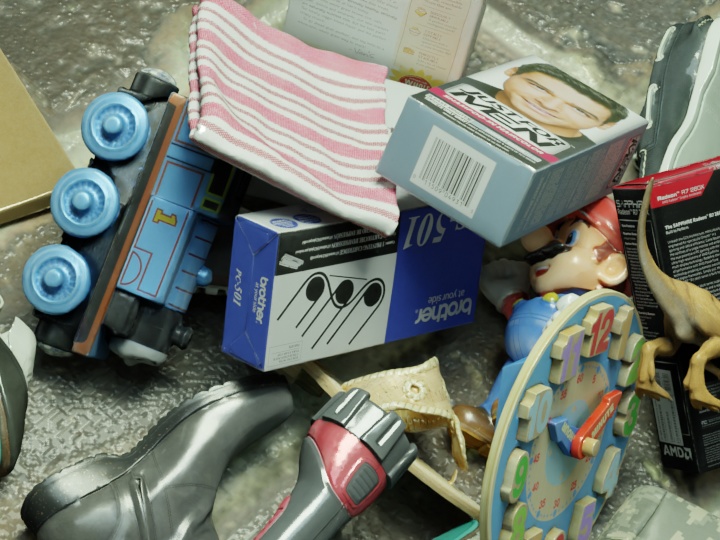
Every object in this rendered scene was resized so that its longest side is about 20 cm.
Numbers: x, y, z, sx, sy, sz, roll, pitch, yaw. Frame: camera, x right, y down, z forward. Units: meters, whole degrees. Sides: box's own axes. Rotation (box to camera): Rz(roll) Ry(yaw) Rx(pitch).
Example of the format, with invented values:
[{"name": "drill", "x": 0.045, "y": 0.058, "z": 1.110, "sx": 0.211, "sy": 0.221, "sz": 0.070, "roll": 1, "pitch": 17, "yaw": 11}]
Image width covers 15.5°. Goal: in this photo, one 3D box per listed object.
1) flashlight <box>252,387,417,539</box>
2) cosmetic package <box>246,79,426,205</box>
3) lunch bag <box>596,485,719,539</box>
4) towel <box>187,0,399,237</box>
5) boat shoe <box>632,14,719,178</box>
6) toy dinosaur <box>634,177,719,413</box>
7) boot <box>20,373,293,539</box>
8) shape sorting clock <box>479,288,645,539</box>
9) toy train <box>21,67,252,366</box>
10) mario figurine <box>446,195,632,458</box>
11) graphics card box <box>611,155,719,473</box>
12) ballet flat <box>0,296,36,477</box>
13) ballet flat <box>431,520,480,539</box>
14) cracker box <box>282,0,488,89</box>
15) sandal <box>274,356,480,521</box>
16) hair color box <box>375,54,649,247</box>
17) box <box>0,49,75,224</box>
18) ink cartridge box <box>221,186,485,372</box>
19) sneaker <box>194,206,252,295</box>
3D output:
[{"name": "flashlight", "x": -0.050, "y": 0.161, "z": 1.617, "sx": 0.068, "sy": 0.068, "sz": 0.200, "roll": 38, "pitch": 67, "yaw": 14}, {"name": "cosmetic package", "x": -0.001, "y": -0.087, "z": 1.839, "sx": 0.199, "sy": 0.072, "sz": 0.102, "roll": 14, "pitch": 28, "yaw": -3}, {"name": "lunch bag", "x": 0.198, "y": 0.253, "z": 1.611, "sx": 0.200, "sy": 0.140, "sz": 0.168, "roll": 31, "pitch": 53, "yaw": 12}, {"name": "towel", "x": -0.043, "y": -0.106, "z": 1.712, "sx": 0.146, "sy": 0.030, "sz": 0.200, "roll": 24, "pitch": 27, "yaw": -17}, {"name": "boat shoe", "x": 0.231, "y": -0.097, "z": 1.927, "sx": 0.060, "sy": 0.076, "sz": 0.201, "roll": 0, "pitch": 54, "yaw": 36}, {"name": "toy dinosaur", "x": 0.209, "y": 0.030, "z": 1.698, "sx": 0.200, "sy": 0.060, "sz": 0.107, "roll": 32, "pitch": 68, "yaw": -42}, {"name": "boot", "x": -0.103, "y": 0.160, "z": 1.668, "sx": 0.200, "sy": 0.070, "sz": 0.132, "roll": -30, "pitch": 68, "yaw": -17}, {"name": "shape sorting clock", "x": 0.132, "y": 0.108, "z": 1.669, "sx": 0.039, "sy": 0.201, "sz": 0.200, "roll": 15, "pitch": 48, "yaw": 29}, {"name": "toy train", "x": -0.143, "y": -0.029, "z": 1.728, "sx": 0.114, "sy": 0.087, "sz": 0.201, "roll": 20, "pitch": 87, "yaw": 8}, {"name": "mario figurine", "x": 0.116, "y": 0.024, "z": 1.775, "sx": 0.123, "sy": 0.106, "sz": 0.200, "roll": 12, "pitch": 58, "yaw": 26}, {"name": "graphics card box", "x": 0.248, "y": 0.024, "z": 1.773, "sx": 0.125, "sy": 0.051, "sz": 0.201, "roll": -16, "pitch": 98, "yaw": -26}, {"name": "ballet flat", "x": -0.252, "y": 0.040, "z": 1.712, "sx": 0.068, "sy": 0.068, "sz": 0.200, "roll": -15, "pitch": 65, "yaw": -38}, {"name": "ballet flat", "x": 0.012, "y": 0.221, "z": 1.644, "sx": 0.199, "sy": 0.072, "sz": 0.072, "roll": -23, "pitch": 62, "yaw": -24}, {"name": "cracker box", "x": 0.022, "y": -0.196, "z": 1.864, "sx": 0.133, "sy": 0.200, "sz": 0.058, "roll": 21, "pitch": 53, "yaw": 3}, {"name": "sandal", "x": 0.021, "y": 0.079, "z": 1.727, "sx": 0.211, "sy": 0.078, "sz": 0.070, "roll": 36, "pitch": 89, "yaw": 19}, {"name": "hair color box", "x": 0.102, "y": -0.082, "z": 1.729, "sx": 0.099, "sy": 0.061, "sz": 0.200, "roll": 32, "pitch": 24, "yaw": 17}, {"name": "box", "x": -0.315, "y": -0.083, "z": 1.818, "sx": 0.199, "sy": 0.021, "sz": 0.164, "roll": -21, "pitch": 61, "yaw": -25}, {"name": "ink cartridge box", "x": 0.000, "y": 0.000, "z": 1.721, "sx": 0.044, "sy": 0.094, "sz": 0.200, "roll": 23, "pitch": 24, "yaw": 40}, {"name": "sneaker", "x": -0.098, "y": -0.004, "z": 1.793, "sx": 0.200, "sy": 0.077, "sz": 0.082, "roll": 34, "pitch": 81, "yaw": 14}]
